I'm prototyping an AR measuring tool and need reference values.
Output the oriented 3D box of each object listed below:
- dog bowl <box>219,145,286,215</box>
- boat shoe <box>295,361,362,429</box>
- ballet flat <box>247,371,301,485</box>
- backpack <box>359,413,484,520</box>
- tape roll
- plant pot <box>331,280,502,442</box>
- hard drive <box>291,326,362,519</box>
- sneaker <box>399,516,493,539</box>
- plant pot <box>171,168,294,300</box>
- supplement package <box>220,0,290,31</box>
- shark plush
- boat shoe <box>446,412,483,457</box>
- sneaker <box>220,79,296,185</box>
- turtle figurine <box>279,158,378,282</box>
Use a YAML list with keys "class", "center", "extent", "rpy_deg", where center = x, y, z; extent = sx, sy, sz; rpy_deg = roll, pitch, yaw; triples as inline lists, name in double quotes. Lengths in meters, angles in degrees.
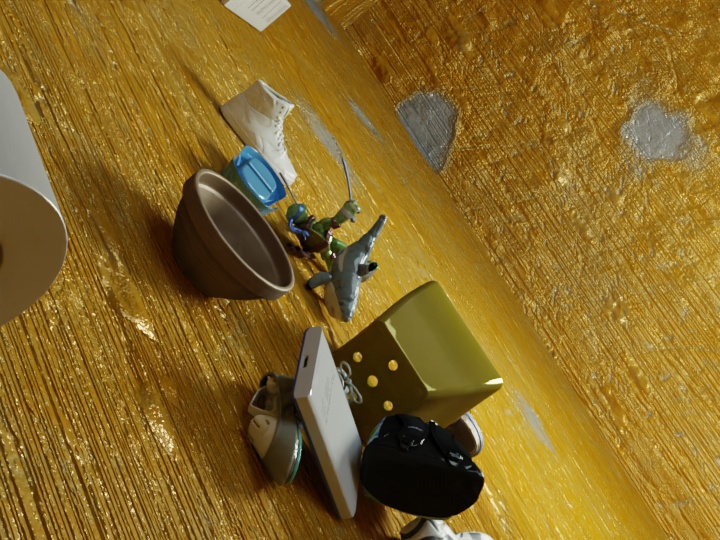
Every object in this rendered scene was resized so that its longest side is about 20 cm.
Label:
- class: "dog bowl"
  center: [-0.185, -0.143, 1.792]
  extent: [0.112, 0.050, 0.200]
  rpy_deg: [51, 15, -10]
- class: "boat shoe"
  center: [-0.041, 0.161, 1.449]
  extent: [0.075, 0.086, 0.202]
  rpy_deg: [57, 15, 14]
- class: "ballet flat"
  center: [-0.105, 0.185, 1.266]
  extent: [0.063, 0.068, 0.200]
  rpy_deg: [21, 21, -10]
- class: "backpack"
  center: [0.073, 0.261, 1.431]
  extent: [0.162, 0.154, 0.200]
  rpy_deg: [15, 18, -3]
- class: "tape roll"
  center: [-0.330, -0.052, 0.775]
  extent: [0.203, 0.202, 0.139]
  rpy_deg: [32, 25, -56]
- class: "plant pot"
  center: [0.059, 0.154, 1.610]
  extent: [0.200, 0.200, 0.176]
  rpy_deg: [57, 25, 14]
- class: "hard drive"
  center: [-0.038, 0.188, 1.315]
  extent: [0.132, 0.025, 0.201]
  rpy_deg: [-82, 159, -55]
- class: "sneaker"
  center: [0.143, 0.420, 1.452]
  extent: [0.199, 0.079, 0.130]
  rpy_deg: [41, 20, -42]
- class: "plant pot"
  center: [-0.185, -0.029, 1.424]
  extent: [0.201, 0.093, 0.201]
  rpy_deg: [48, 15, -18]
- class: "supplement package"
  center: [-0.284, -0.712, 2.713]
  extent: [0.114, 0.109, 0.200]
  rpy_deg: [58, 15, 19]
- class: "shark plush"
  center: [0.000, 0.000, 1.813]
  extent: [0.083, 0.200, 0.091]
  rpy_deg: [9, -38, 47]
- class: "boat shoe"
  center: [0.131, 0.252, 1.860]
  extent: [0.200, 0.072, 0.072]
  rpy_deg: [46, 17, 11]
- class: "sneaker"
  center: [-0.161, -0.265, 2.030]
  extent: [0.200, 0.115, 0.074]
  rpy_deg: [51, 12, -17]
- class: "turtle figurine"
  center: [-0.046, -0.082, 1.893]
  extent: [0.194, 0.143, 0.200]
  rpy_deg: [53, 22, -32]
